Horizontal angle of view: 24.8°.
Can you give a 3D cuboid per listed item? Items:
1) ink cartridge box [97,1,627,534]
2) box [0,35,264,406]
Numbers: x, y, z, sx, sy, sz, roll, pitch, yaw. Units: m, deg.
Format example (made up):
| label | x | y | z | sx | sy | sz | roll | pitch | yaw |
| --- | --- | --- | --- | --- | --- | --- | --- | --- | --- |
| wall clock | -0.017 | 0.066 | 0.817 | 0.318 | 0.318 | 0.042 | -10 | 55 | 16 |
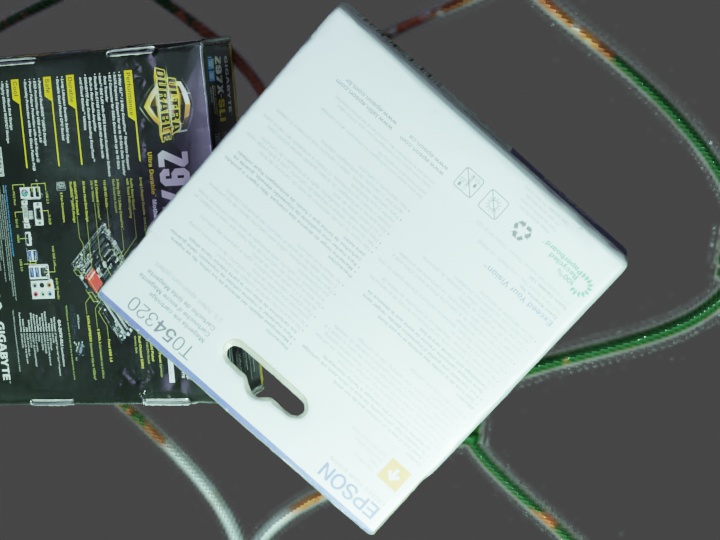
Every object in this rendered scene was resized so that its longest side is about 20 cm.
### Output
| label | x | y | z | sx | sy | sz | roll | pitch | yaw |
| --- | --- | --- | --- | --- | --- | --- | --- | --- | --- |
| ink cartridge box | 0.000 | 0.000 | 0.848 | 0.196 | 0.043 | 0.200 | 42 | 104 | -2 |
| box | -0.142 | -0.025 | 0.918 | 0.159 | 0.049 | 0.200 | -3 | 98 | 18 |
